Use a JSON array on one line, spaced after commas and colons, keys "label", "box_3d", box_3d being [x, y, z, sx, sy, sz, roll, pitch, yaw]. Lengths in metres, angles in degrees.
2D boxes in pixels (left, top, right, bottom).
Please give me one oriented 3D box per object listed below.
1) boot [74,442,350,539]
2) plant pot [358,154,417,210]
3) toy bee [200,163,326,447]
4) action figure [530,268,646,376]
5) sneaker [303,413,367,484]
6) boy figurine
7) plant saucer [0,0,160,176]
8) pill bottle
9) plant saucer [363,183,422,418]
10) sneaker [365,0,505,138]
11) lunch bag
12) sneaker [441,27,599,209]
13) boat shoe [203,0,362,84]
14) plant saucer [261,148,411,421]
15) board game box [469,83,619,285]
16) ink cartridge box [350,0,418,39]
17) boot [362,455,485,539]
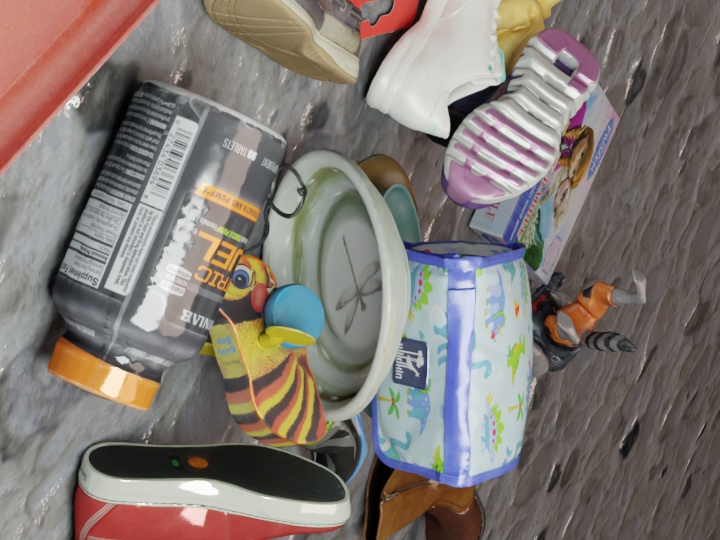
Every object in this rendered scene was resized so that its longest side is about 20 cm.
[{"label": "boot", "box_3d": [-0.113, 0.202, 1.417, 0.072, 0.200, 0.144, -114, -148, -61]}, {"label": "plant pot", "box_3d": [0.000, 0.000, 1.667, 0.200, 0.027, 0.200, -49, 152, -39]}, {"label": "toy bee", "box_3d": [-0.091, 0.034, 1.418, 0.109, 0.200, 0.131, -4, 154, -37]}, {"label": "action figure", "box_3d": [0.196, 0.080, 2.042, 0.200, 0.105, 0.193, -43, -177, -28]}, {"label": "sneaker", "box_3d": [-0.048, 0.113, 1.612, 0.083, 0.071, 0.200, -31, 142, -11]}, {"label": "boy figurine", "box_3d": [0.124, -0.203, 1.719, 0.200, 0.064, 0.124, -64, 157, -14]}, {"label": "plant saucer", "box_3d": [-0.186, -0.177, 1.074, 0.200, 0.037, 0.200, -53, 153, -31]}, {"label": "pill bottle", "box_3d": [-0.131, -0.013, 1.253, 0.200, 0.106, 0.106, -67, 158, -2]}, {"label": "plant saucer", "box_3d": [0.013, 0.029, 1.582, 0.200, 0.036, 0.200, 1, 90, -75]}, {"label": "sneaker", "box_3d": [0.089, -0.192, 1.598, 0.200, 0.088, 0.075, -57, 175, -18]}, {"label": "lunch bag", "box_3d": [0.071, 0.065, 1.473, 0.200, 0.127, 0.170, -98, -172, -85]}, {"label": "sneaker", "box_3d": [0.126, -0.113, 1.637, 0.200, 0.080, 0.088, -52, -178, -35]}, {"label": "boat shoe", "box_3d": [-0.049, -0.185, 1.344, 0.200, 0.072, 0.065, 30, 69, -64]}, {"label": "plant saucer", "box_3d": [-0.010, 0.010, 1.439, 0.050, 0.200, 0.200, -3, 117, -29]}, {"label": "board game box", "box_3d": [0.192, -0.103, 1.989, 0.200, 0.041, 0.200, -66, 158, -5]}, {"label": "ink cartridge box", "box_3d": [0.045, -0.270, 1.503, 0.161, 0.050, 0.200, -26, 131, -59]}, {"label": "boot", "box_3d": [0.066, 0.247, 1.983, 0.200, 0.068, 0.188, -23, 131, -59]}]
